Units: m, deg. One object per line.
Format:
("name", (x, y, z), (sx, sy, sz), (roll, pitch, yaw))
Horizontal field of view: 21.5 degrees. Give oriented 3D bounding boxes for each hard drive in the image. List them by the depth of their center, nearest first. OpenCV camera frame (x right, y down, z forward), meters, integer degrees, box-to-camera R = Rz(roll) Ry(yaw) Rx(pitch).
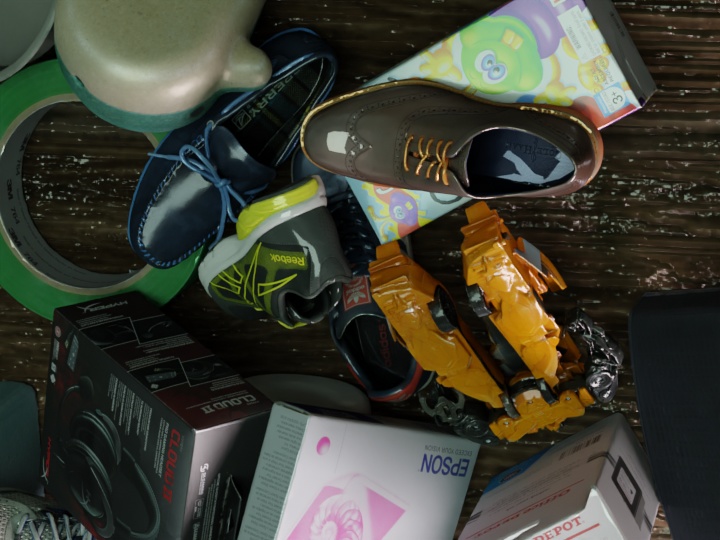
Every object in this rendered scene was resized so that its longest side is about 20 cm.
("hard drive", (0.248, 0.113, 1.291), (0.134, 0.042, 0.202), (-5, 101, 54))

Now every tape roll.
("tape roll", (-0.197, -0.060, 1.405), (0.198, 0.048, 0.203), (3, 103, 14))

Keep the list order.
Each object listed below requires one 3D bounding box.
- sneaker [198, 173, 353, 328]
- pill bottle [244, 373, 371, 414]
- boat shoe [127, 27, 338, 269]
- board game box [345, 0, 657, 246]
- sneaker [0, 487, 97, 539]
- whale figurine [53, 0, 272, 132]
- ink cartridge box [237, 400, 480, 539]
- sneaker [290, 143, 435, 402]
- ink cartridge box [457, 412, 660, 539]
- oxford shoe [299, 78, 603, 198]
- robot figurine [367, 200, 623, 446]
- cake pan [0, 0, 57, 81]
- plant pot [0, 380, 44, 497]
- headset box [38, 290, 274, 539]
("sneaker", (-0.059, 0.008, 1.315), (0.074, 0.200, 0.085), (-21, 77, -19))
("pill bottle", (-0.052, 0.187, 1.389), (0.113, 0.114, 0.202), (6, 105, 14))
("boat shoe", (-0.092, -0.088, 1.319), (0.084, 0.069, 0.201), (33, 89, -27))
("board game box", (0.085, -0.114, 1.285), (0.199, 0.103, 0.105), (-29, 94, 19))
("sneaker", (-0.209, 0.200, 1.402), (0.085, 0.199, 0.078), (-21, 60, 49))
("whale figurine", (-0.119, -0.174, 1.310), (0.159, 0.200, 0.104), (43, 152, 14))
("ink cartridge box", (-0.010, 0.199, 1.321), (0.043, 0.196, 0.202), (16, 92, 40))
("sneaker", (0.000, 0.000, 1.346), (0.074, 0.085, 0.202), (-21, 96, 19))
("ink cartridge box", (0.133, 0.178, 1.290), (0.115, 0.200, 0.067), (-29, 95, 20))
("oxford shoe", (0.052, -0.081, 1.208), (0.198, 0.073, 0.072), (2, 104, 15))
("robot figurine", (0.094, 0.045, 1.305), (0.144, 0.059, 0.200), (-22, 134, 18))
("cake pan", (-0.266, -0.232, 1.354), (0.199, 0.037, 0.202), (4, 96, 38))
("plant pot", (-0.365, 0.205, 1.434), (0.194, 0.200, 0.198), (1, 104, 14))
("headset box", (-0.140, 0.128, 1.331), (0.200, 0.077, 0.150), (36, 126, 41))
